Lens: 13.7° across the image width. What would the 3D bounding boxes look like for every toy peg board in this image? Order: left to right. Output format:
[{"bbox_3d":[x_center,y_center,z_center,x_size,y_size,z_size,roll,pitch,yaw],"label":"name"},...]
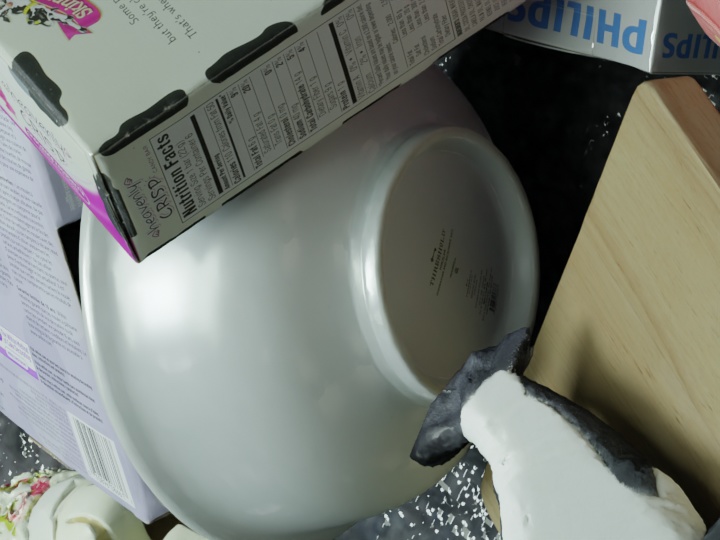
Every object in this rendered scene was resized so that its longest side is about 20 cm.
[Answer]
[{"bbox_3d":[0.147,0.073,0.973,0.200,0.097,0.200,61,147,37],"label":"toy peg board"}]

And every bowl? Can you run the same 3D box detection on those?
[{"bbox_3d":[0.000,0.000,1.050,0.090,0.201,0.202,-2,91,39],"label":"bowl"}]

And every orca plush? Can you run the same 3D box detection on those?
[{"bbox_3d":[0.072,0.109,0.932,0.200,0.105,0.071,41,164,49],"label":"orca plush"}]

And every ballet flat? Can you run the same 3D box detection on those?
[{"bbox_3d":[-0.078,0.116,1.203,0.199,0.076,0.064,21,149,27],"label":"ballet flat"}]

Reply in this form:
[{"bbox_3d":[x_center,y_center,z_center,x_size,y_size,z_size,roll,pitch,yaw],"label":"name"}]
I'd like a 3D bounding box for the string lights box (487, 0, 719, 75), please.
[{"bbox_3d":[0.096,-0.175,1.034,0.102,0.059,0.201,20,106,43],"label":"string lights box"}]

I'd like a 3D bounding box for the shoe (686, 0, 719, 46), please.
[{"bbox_3d":[0.147,-0.073,0.927,0.091,0.071,0.201,107,158,-65],"label":"shoe"}]

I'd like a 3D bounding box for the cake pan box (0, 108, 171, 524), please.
[{"bbox_3d":[-0.128,-0.013,1.197,0.200,0.052,0.185,27,139,58],"label":"cake pan box"}]

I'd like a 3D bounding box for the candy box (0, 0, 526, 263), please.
[{"bbox_3d":[-0.035,-0.111,1.000,0.136,0.199,0.061,47,165,37],"label":"candy box"}]
